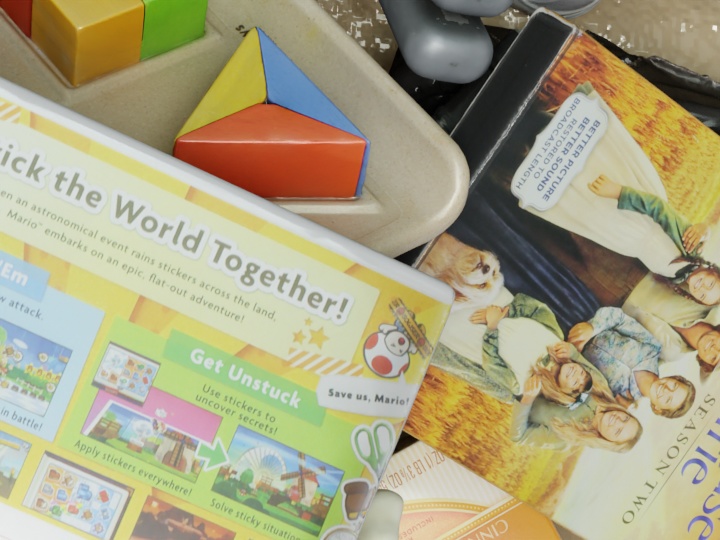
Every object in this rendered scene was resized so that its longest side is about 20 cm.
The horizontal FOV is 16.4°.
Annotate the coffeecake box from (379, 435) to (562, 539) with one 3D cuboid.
[{"bbox_3d":[0.022,0.174,0.919,0.153,0.073,0.200,-28,89,-14],"label":"coffeecake box"}]

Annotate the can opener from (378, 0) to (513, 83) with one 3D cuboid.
[{"bbox_3d":[0.004,-0.136,0.904,0.066,0.200,0.053,4,125,-22],"label":"can opener"}]

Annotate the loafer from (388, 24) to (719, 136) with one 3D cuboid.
[{"bbox_3d":[0.101,-0.061,0.968,0.200,0.073,0.071,17,41,-22],"label":"loafer"}]

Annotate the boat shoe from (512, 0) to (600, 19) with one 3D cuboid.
[{"bbox_3d":[0.041,-0.191,0.977,0.072,0.069,0.200,-24,88,-14],"label":"boat shoe"}]

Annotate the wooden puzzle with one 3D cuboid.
[{"bbox_3d":[-0.093,-0.049,0.797,0.200,0.046,0.185,-28,59,-26],"label":"wooden puzzle"}]

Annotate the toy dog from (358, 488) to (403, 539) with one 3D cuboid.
[{"bbox_3d":[-0.101,0.117,0.807,0.200,0.140,0.194,24,114,-12],"label":"toy dog"}]

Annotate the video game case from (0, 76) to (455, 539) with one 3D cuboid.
[{"bbox_3d":[-0.095,0.048,0.712,0.200,0.023,0.182,25,80,-11],"label":"video game case"}]

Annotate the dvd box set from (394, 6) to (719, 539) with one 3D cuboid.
[{"bbox_3d":[0.094,0.021,0.876,0.200,0.029,0.146,34,92,-33],"label":"dvd box set"}]

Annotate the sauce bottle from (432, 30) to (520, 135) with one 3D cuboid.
[{"bbox_3d":[0.000,0.000,0.888,0.200,0.065,0.065,-44,92,7],"label":"sauce bottle"}]
